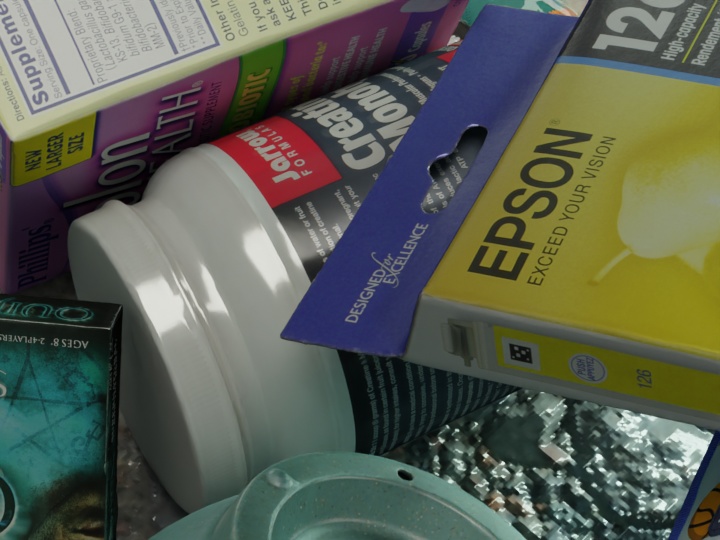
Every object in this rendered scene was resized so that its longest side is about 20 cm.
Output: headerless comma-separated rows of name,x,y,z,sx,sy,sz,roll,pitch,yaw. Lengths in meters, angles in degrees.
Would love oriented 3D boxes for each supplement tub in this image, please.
supplement tub,0.000,0.000,0.801,0.199,0.141,0.141,-23,58,-18

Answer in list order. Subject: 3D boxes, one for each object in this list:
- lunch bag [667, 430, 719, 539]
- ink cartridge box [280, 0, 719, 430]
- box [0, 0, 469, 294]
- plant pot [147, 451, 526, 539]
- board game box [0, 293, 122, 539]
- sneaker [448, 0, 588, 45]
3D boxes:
lunch bag,0.161,0.117,0.687,0.123,0.200,0.170,24,58,14
ink cartridge box,0.099,-0.035,0.689,0.199,0.047,0.198,13,47,20
box,-0.072,-0.093,0.832,0.199,0.176,0.097,-22,76,-17
plant pot,-0.009,0.145,0.651,0.200,0.134,0.201,19,31,-12
board game box,-0.190,0.070,0.752,0.199,0.136,0.028,5,21,3
sneaker,0.087,-0.072,0.899,0.199,0.072,0.080,25,53,14
